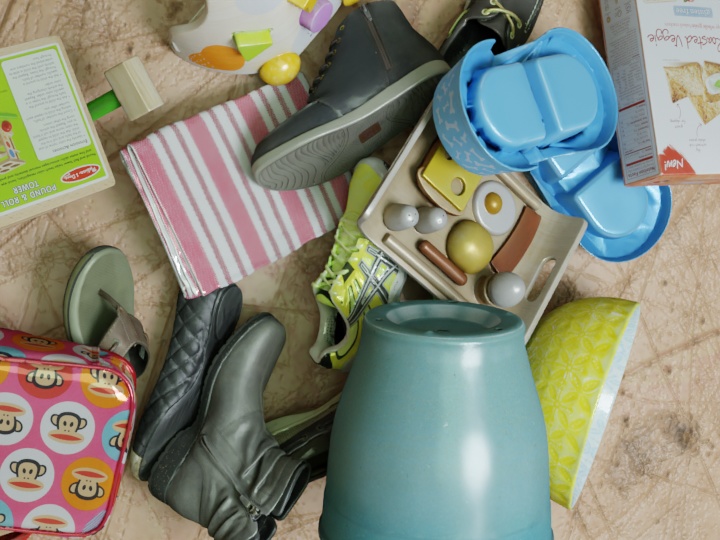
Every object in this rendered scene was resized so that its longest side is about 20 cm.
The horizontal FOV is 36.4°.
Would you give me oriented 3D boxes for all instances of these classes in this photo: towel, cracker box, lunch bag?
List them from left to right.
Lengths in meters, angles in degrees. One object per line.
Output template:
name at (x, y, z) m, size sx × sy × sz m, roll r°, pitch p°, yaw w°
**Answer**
lunch bag at (-0.286, 0.141, 0.883) m, size 0.198 × 0.082 × 0.178 m, roll 13°, pitch 97°, yaw -13°
towel at (-0.101, -0.079, 0.984) m, size 0.199 × 0.030 × 0.148 m, roll -28°, pitch 98°, yaw -28°
cracker box at (0.306, -0.184, 1.048) m, size 0.133 × 0.058 × 0.203 m, roll -4°, pitch 85°, yaw -27°

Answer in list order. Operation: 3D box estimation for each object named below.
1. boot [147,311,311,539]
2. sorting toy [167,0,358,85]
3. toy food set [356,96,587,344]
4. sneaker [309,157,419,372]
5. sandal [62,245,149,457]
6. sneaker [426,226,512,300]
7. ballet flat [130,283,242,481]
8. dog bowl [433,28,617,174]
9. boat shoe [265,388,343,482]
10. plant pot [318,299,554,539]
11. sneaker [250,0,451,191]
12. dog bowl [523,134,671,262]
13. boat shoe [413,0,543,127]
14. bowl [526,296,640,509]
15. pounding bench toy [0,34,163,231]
boot at (-0.089, 0.149, 0.965) m, size 0.130 × 0.068 × 0.201 m, roll 25°, pitch 82°, yaw 31°
sorting toy at (-0.071, -0.255, 0.915) m, size 0.107 × 0.180 × 0.201 m, roll 39°, pitch 85°, yaw 5°
toy food set at (0.104, -0.045, 0.965) m, size 0.200 × 0.060 × 0.144 m, roll 40°, pitch 70°, yaw -24°
sneaker at (0.000, 0.000, 0.986) m, size 0.076 × 0.075 × 0.203 m, roll -7°, pitch 107°, yaw -40°
sandal at (-0.211, 0.077, 0.961) m, size 0.057 × 0.080 × 0.204 m, roll 4°, pitch 103°, yaw 29°
sneaker at (0.090, 0.022, 1.037) m, size 0.083 × 0.074 × 0.203 m, roll 9°, pitch 83°, yaw -16°
ballet flat at (-0.163, 0.095, 0.999) m, size 0.056 × 0.066 × 0.202 m, roll 21°, pitch 88°, yaw 29°
dog bowl at (0.142, -0.143, 0.950) m, size 0.199 × 0.049 × 0.113 m, roll -19°, pitch 89°, yaw -39°
boat shoe at (-0.013, 0.154, 1.014) m, size 0.198 × 0.065 × 0.074 m, roll -25°, pitch 130°, yaw -4°
plant pot at (0.064, 0.128, 0.906) m, size 0.197 × 0.200 × 0.190 m, roll -1°, pitch 101°, yaw -13°
sneaker at (-0.024, -0.155, 0.984) m, size 0.199 × 0.075 × 0.107 m, roll -30°, pitch 64°, yaw -7°
dog bowl at (0.217, -0.101, 1.068) m, size 0.111 × 0.050 × 0.201 m, roll -39°, pitch 102°, yaw -8°
boat shoe at (0.118, -0.216, 1.031) m, size 0.071 × 0.061 × 0.202 m, roll 36°, pitch 85°, yaw -13°
bowl at (0.179, 0.108, 1.023) m, size 0.107 × 0.200 × 0.202 m, roll 19°, pitch 89°, yaw 18°
pounding bench toy at (-0.278, -0.108, 0.908) m, size 0.199 × 0.155 × 0.126 m, roll -27°, pitch 99°, yaw -37°
